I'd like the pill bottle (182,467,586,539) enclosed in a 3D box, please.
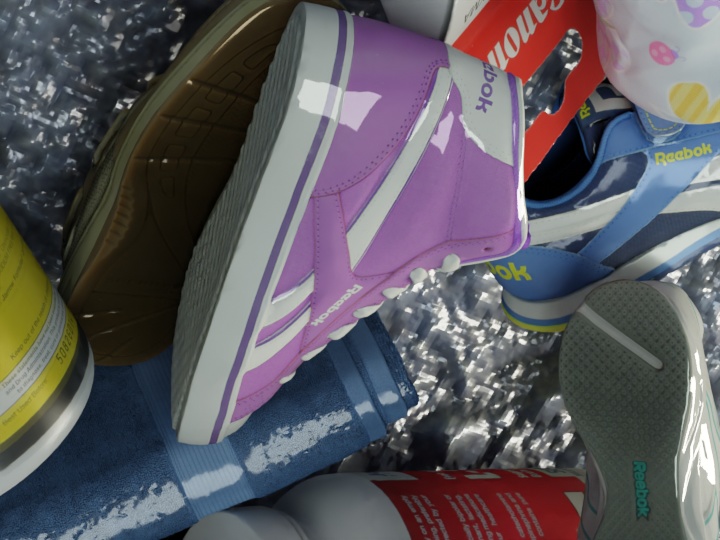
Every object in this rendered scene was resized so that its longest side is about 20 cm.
[{"bbox_3d":[0.024,0.141,1.088,0.199,0.112,0.113,2,117,-36],"label":"pill bottle"}]

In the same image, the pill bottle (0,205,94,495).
[{"bbox_3d":[-0.189,-0.011,0.938,0.111,0.112,0.201,-29,120,1],"label":"pill bottle"}]

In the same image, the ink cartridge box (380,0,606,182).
[{"bbox_3d":[0.064,-0.138,0.972,0.050,0.161,0.201,-1,126,37],"label":"ink cartridge box"}]

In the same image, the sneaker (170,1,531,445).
[{"bbox_3d":[0.000,0.000,0.949,0.113,0.073,0.201,13,133,-16],"label":"sneaker"}]

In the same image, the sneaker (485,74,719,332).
[{"bbox_3d":[0.132,-0.056,1.070,0.199,0.074,0.082,-33,117,2],"label":"sneaker"}]

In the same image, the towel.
[{"bbox_3d":[-0.080,0.062,1.049,0.199,0.112,0.049,-22,132,-4],"label":"towel"}]

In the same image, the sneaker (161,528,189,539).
[{"bbox_3d":[-0.135,0.129,1.092,0.199,0.071,0.099,7,114,-20],"label":"sneaker"}]

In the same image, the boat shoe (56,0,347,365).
[{"bbox_3d":[-0.068,-0.048,0.994,0.072,0.065,0.200,10,135,-27],"label":"boat shoe"}]

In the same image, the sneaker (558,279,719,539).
[{"bbox_3d":[0.122,0.102,1.052,0.070,0.080,0.202,5,97,24],"label":"sneaker"}]

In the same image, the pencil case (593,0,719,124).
[{"bbox_3d":[0.117,-0.144,0.943,0.083,0.091,0.201,-30,138,-9],"label":"pencil case"}]
